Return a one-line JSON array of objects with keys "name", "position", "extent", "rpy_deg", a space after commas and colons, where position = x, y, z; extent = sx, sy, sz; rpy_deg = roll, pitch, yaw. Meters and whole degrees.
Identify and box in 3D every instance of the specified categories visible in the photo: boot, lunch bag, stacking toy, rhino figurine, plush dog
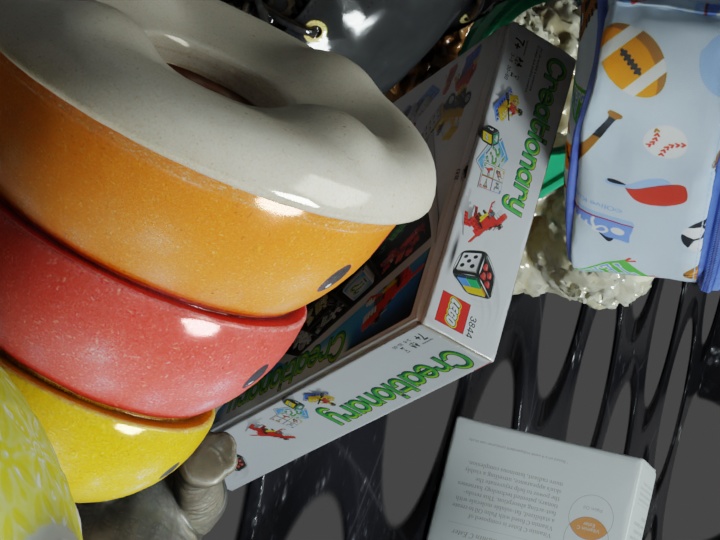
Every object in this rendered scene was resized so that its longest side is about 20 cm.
[{"name": "boot", "position": [-0.013, -0.107, 0.775], "extent": [0.151, 0.073, 0.200], "rpy_deg": [-42, 158, 5]}, {"name": "lunch bag", "position": [0.119, -0.101, 0.849], "extent": [0.160, 0.075, 0.200], "rpy_deg": [82, 19, -61]}, {"name": "stacking toy", "position": [-0.079, 0.018, 0.703], "extent": [0.200, 0.146, 0.146], "rpy_deg": [-64, 170, 17]}, {"name": "rhino figurine", "position": [-0.076, 0.080, 0.823], "extent": [0.087, 0.060, 0.200], "rpy_deg": [117, -8, -63]}, {"name": "plush dog", "position": [0.037, -0.081, 1.047], "extent": [0.200, 0.160, 0.172], "rpy_deg": [-99, 171, -53]}]

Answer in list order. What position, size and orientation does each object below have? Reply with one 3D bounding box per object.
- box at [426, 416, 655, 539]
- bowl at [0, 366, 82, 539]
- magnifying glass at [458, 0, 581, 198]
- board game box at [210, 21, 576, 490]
[{"name": "box", "position": [0.104, 0.207, 1.492], "extent": [0.097, 0.124, 0.200], "rpy_deg": [39, 65, -74]}, {"name": "bowl", "position": [-0.119, 0.102, 0.589], "extent": [0.200, 0.107, 0.201], "rpy_deg": [12, 90, -75]}, {"name": "magnifying glass", "position": [0.046, -0.033, 0.949], "extent": [0.200, 0.080, 0.022], "rpy_deg": [-56, -155, 3]}, {"name": "board game box", "position": [0.000, 0.000, 0.881], "extent": [0.200, 0.035, 0.126], "rpy_deg": [-31, -144, 56]}]
